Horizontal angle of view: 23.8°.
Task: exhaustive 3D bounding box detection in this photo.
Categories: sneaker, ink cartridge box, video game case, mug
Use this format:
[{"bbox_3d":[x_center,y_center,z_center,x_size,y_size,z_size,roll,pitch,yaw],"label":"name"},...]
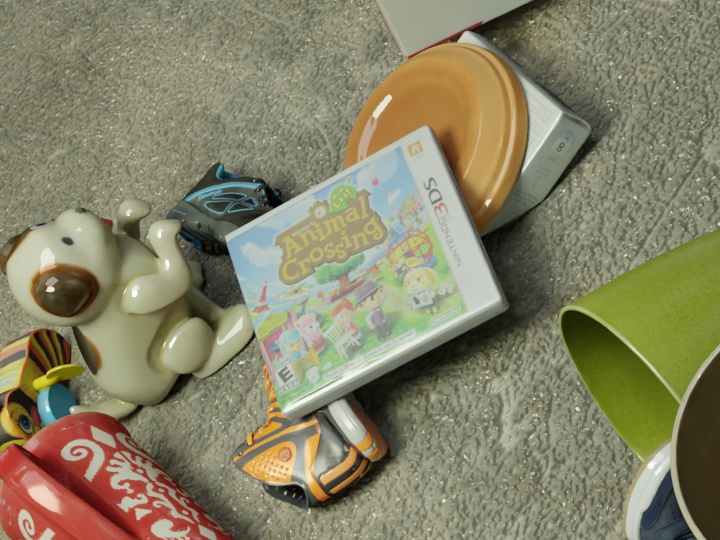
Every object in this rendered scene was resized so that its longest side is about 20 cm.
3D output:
[{"bbox_3d":[0.224,0.196,1.066,0.070,0.201,0.108,-30,44,-24],"label":"sneaker"},{"bbox_3d":[0.089,-0.085,1.471,0.200,0.047,0.160,-57,43,14],"label":"ink cartridge box"},{"bbox_3d":[0.000,0.000,1.378,0.199,0.022,0.183,-28,57,12],"label":"video game case"},{"bbox_3d":[-0.204,0.220,1.386,0.200,0.177,0.134,32,112,41],"label":"mug"},{"bbox_3d":[-0.097,-0.047,1.552,0.200,0.073,0.082,23,74,43],"label":"sneaker"},{"bbox_3d":[-0.068,0.113,1.414,0.112,0.078,0.200,-40,44,6],"label":"sneaker"},{"bbox_3d":[0.074,-0.300,1.553,0.144,0.084,0.200,-24,36,8],"label":"ink cartridge box"}]

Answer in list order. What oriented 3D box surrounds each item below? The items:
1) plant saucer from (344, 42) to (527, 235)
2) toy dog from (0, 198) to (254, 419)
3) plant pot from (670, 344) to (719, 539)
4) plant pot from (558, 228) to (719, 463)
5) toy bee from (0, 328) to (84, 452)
[{"bbox_3d":[0.054,-0.103,1.453,0.200,0.037,0.201,-20,61,39],"label":"plant saucer"},{"bbox_3d":[-0.227,0.022,1.510,0.194,0.200,0.140,-44,44,3],"label":"toy dog"},{"bbox_3d":[0.308,0.139,1.018,0.187,0.200,0.188,-17,53,24],"label":"plant pot"},{"bbox_3d":[0.270,0.043,1.155,0.200,0.187,0.187,-36,43,-10],"label":"plant pot"},{"bbox_3d":[-0.309,0.124,1.569,0.131,0.109,0.200,-38,45,6],"label":"toy bee"}]
